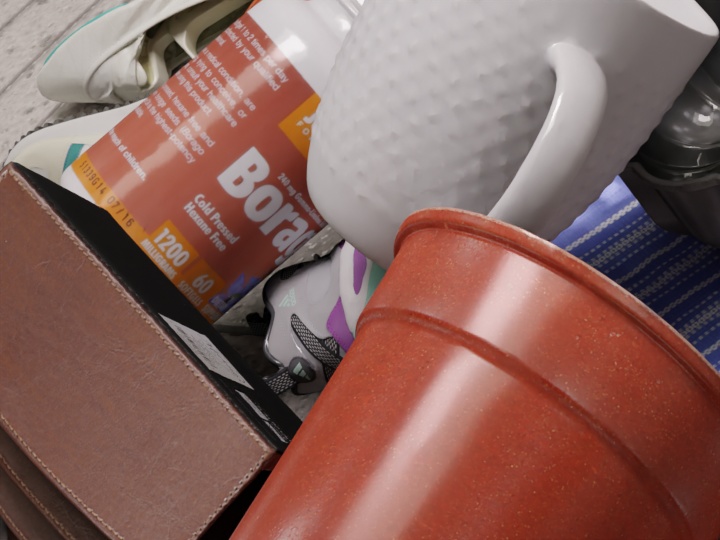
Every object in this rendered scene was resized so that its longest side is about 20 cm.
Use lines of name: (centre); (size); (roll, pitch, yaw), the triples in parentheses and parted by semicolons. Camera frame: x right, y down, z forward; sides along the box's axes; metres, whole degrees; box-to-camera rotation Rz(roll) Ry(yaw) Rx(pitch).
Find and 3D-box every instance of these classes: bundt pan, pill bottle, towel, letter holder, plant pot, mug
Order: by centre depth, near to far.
plant pot: (0.041, 0.113, 1.103); (0.200, 0.201, 0.196); (17, 62, 47)
mug: (0.062, -0.072, 1.197); (0.176, 0.147, 0.200); (-54, 21, 16)
letter holder: (-0.129, 0.075, 1.220); (0.142, 0.101, 0.200); (-47, 66, 6)
bundt pan: (0.211, -0.087, 1.288); (0.201, 0.076, 0.203); (-19, 39, 16)
towel: (0.175, -0.008, 1.301); (0.144, 0.024, 0.200); (-35, 35, -8)
pill bottle: (-0.049, -0.069, 1.349); (0.200, 0.112, 0.112); (-41, 34, 2)

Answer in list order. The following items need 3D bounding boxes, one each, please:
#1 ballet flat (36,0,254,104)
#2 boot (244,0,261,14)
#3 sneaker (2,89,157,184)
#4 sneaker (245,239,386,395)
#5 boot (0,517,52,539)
ballet flat: (-0.121, -0.147, 1.651); (0.199, 0.069, 0.070); (-31, 32, 18)
boot: (-0.028, -0.099, 1.533); (0.107, 0.075, 0.200); (-44, 35, 0)
sneaker: (-0.144, -0.040, 1.525); (0.199, 0.070, 0.094); (-17, 58, 35)
sneaker: (0.000, 0.000, 1.369); (0.139, 0.078, 0.200); (-26, 14, 31)
boot: (-0.103, 0.095, 1.298); (0.199, 0.069, 0.189); (-14, 49, 21)
